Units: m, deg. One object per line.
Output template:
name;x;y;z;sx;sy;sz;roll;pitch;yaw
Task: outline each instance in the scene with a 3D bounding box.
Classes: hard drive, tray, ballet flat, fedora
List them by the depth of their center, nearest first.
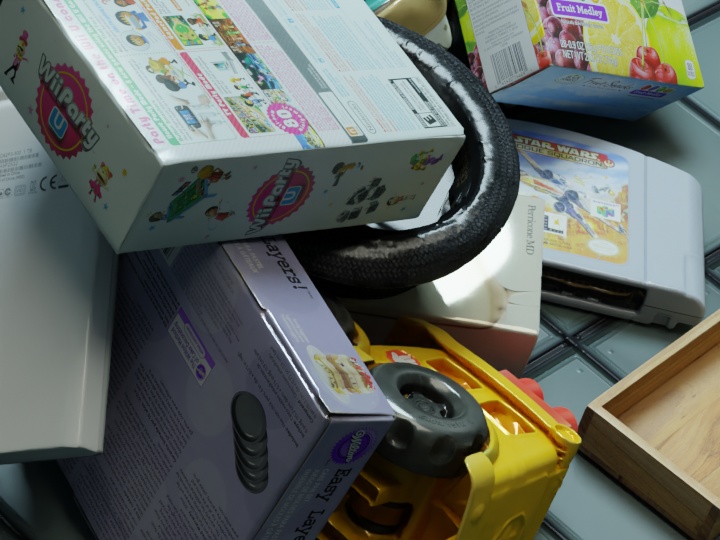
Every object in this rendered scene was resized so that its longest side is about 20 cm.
hard drive;-0.181;0.000;1.449;0.026;0.132;0.200;24;65;-52
fedora;-0.015;-0.049;1.522;0.200;0.092;0.201;4;51;-6
tray;0.223;0.077;1.630;0.099;0.037;0.200;38;46;22
ballet flat;0.035;-0.159;1.742;0.063;0.069;0.200;56;15;-10

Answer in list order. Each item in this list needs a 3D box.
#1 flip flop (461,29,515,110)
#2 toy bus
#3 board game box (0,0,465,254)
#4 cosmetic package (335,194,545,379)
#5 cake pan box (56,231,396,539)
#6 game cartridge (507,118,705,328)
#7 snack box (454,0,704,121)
flip flop;0.102;-0.188;1.838;0.057;0.081;0.200;-20;40;22
toy bus;0.019;0.084;1.492;0.200;0.136;0.192;38;32;26
board game box;-0.068;-0.089;1.404;0.200;0.064;0.148;-7;50;-42
cosmetic package;0.000;0.000;1.594;0.200;0.073;0.104;9;53;-6
cake pan box;-0.084;0.066;1.416;0.052;0.184;0.200;3;41;-42
game cartridge;0.115;-0.036;1.718;0.200;0.042;0.133;13;45;-5
snack box;0.126;-0.204;1.777;0.169;0.068;0.200;2;69;-50
